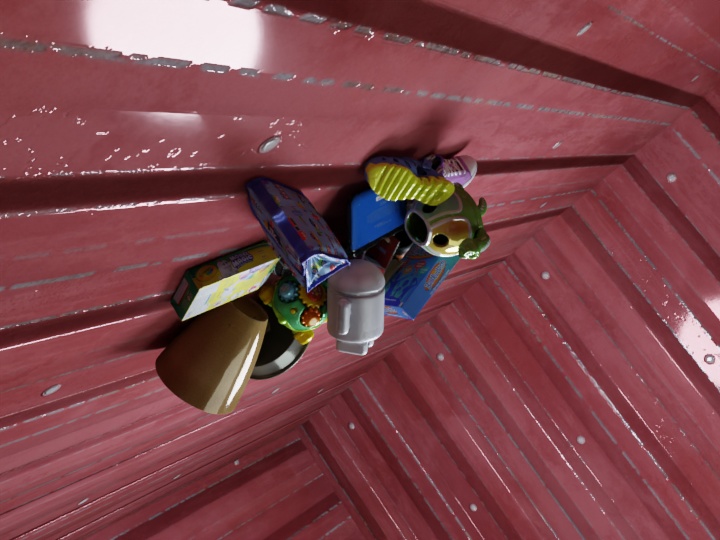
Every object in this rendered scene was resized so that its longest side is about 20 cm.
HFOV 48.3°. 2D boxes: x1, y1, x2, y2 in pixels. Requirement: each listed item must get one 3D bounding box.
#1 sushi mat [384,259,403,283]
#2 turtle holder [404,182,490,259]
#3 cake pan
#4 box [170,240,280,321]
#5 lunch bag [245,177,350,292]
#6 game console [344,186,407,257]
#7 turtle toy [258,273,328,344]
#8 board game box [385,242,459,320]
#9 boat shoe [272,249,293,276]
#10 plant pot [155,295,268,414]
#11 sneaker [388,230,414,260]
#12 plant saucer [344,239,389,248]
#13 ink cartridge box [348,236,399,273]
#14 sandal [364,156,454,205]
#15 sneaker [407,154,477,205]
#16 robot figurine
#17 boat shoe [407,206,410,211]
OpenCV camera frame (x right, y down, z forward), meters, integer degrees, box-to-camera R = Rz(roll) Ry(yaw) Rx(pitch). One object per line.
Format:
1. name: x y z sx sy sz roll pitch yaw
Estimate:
1. sushi mat: 0.013 0.053 1.766 0.200 0.012 0.096 -51 -161 -12
2. turtle holder: 0.171 -0.081 1.592 0.132 0.186 0.141 -14 158 -33
3. cake pan: -0.196 0.136 1.711 0.200 0.200 0.037 -36 136 3
4. box: -0.233 0.013 1.446 0.200 0.048 0.117 -22 161 -39
5. lunch bag: -0.104 -0.065 1.253 0.094 0.151 0.200 -35 168 -1
6. game console: -0.005 -0.096 1.587 0.200 0.118 0.171 -31 127 -51
7. turtle toy: -0.101 0.044 1.642 0.200 0.146 0.101 -46 -173 -38
8. board game box: 0.121 0.011 1.720 0.200 0.045 0.152 -51 -158 -17
9. boat shoe: -0.120 -0.027 1.538 0.074 0.068 0.199 -26 165 -35
10. plant pot: -0.273 0.149 1.594 0.200 0.186 0.186 -53 163 14
11. sneaker: 0.083 -0.051 1.868 0.200 0.070 0.090 -40 149 27
12. plant saucer: 0.036 -0.076 1.848 0.200 0.035 0.200 -32 167 -9
13. ink cartridge box: 0.000 0.000 1.707 0.050 0.109 0.200 22 102 -29
14. sandal: 0.081 -0.177 1.493 0.200 0.087 0.079 10 134 -43
15. sneaker: 0.176 -0.205 1.659 0.200 0.073 0.114 -29 163 -26
16. robot figurine: -0.009 0.063 1.579 0.170 0.113 0.200 -51 145 -64
17. boat shoe: 0.144 -0.151 1.751 0.200 0.076 0.072 -30 166 -23
